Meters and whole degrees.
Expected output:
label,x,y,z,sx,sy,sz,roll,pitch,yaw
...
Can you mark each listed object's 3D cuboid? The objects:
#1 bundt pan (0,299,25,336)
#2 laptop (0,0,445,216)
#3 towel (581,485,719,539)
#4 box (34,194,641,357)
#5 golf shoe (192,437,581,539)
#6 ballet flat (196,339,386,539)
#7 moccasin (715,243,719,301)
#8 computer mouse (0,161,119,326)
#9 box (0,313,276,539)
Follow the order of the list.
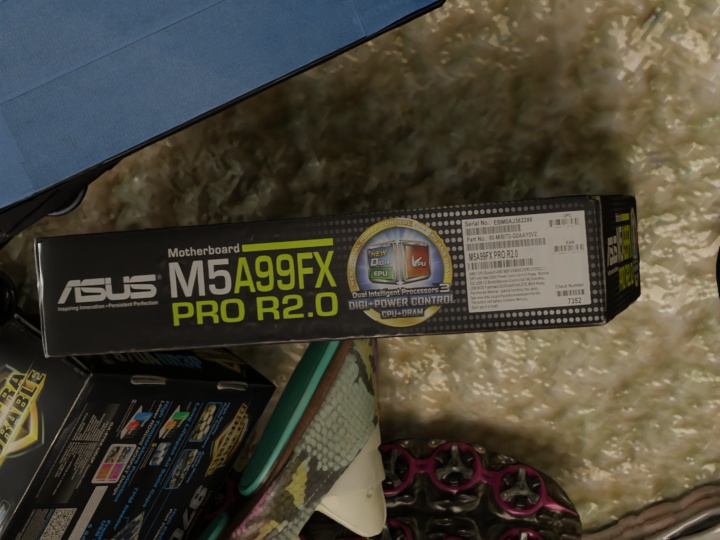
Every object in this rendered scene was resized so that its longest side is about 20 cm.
label,x,y,z,sx,sy,sz,roll,pitch,yaw
bundt pan,-0.221,0.058,0.822,0.200,0.076,0.203,5,131,6
laptop,-0.081,-0.145,0.540,0.187,0.116,0.200,-27,150,-14
towel,0.152,0.199,0.910,0.199,0.032,0.191,-27,121,29
box,0.000,0.000,0.688,0.199,0.160,0.045,-4,92,13
golf shoe,0.005,0.124,0.855,0.199,0.073,0.092,-2,156,12
ballet flat,-0.034,0.113,0.786,0.071,0.069,0.201,34,83,-6
moccasin,0.188,0.060,0.761,0.080,0.068,0.200,-20,124,24
computer mouse,-0.107,-0.048,0.698,0.046,0.140,0.201,29,91,-6
box,-0.130,0.118,0.756,0.046,0.159,0.201,32,98,23
